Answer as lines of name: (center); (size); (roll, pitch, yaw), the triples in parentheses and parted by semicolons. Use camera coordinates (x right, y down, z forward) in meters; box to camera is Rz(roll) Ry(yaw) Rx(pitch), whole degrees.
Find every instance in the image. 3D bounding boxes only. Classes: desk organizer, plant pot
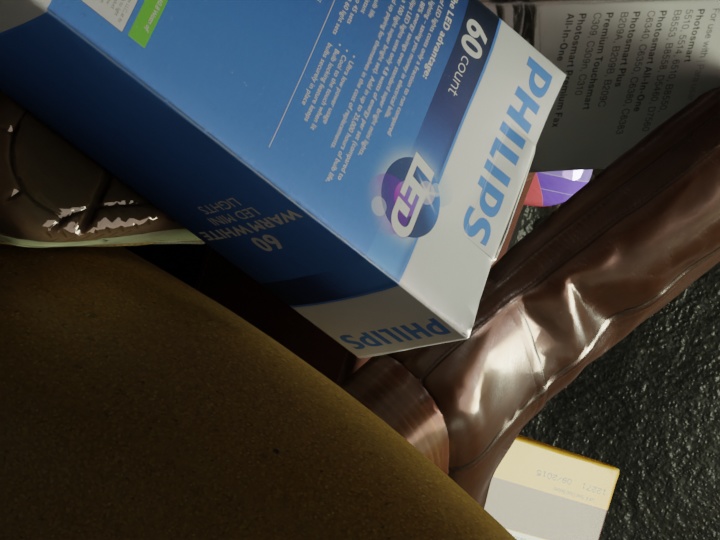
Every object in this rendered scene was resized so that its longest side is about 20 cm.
desk organizer: (0.000, 0.000, 1.071); (0.200, 0.071, 0.077); (-32, 144, -65)
plant pot: (-0.048, 0.098, 0.871); (0.186, 0.199, 0.187); (-37, 136, -47)

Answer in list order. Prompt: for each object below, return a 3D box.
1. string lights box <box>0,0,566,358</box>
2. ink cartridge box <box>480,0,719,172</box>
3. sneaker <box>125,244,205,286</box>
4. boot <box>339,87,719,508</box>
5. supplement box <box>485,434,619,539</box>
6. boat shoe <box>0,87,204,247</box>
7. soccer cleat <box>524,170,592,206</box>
string lights box: (-0.035, -0.070, 0.829); (0.059, 0.200, 0.103); (-12, -132, 49)
ink cartridge box: (0.032, -0.108, 1.010); (0.146, 0.199, 0.085); (-112, -154, -47)
sneaker: (-0.093, -0.003, 1.035); (0.201, 0.073, 0.082); (-59, 171, -21)
boot: (0.081, 0.023, 0.995); (0.200, 0.064, 0.187); (-41, 164, -14)
supplement box: (-0.018, 0.152, 1.269); (0.132, 0.197, 0.201); (19, 87, -41)
boat shoe: (-0.058, -0.038, 0.894); (0.199, 0.076, 0.072); (0, 81, -40)
soccer cleat: (0.034, -0.102, 1.239); (0.067, 0.200, 0.076); (-50, -168, -16)
